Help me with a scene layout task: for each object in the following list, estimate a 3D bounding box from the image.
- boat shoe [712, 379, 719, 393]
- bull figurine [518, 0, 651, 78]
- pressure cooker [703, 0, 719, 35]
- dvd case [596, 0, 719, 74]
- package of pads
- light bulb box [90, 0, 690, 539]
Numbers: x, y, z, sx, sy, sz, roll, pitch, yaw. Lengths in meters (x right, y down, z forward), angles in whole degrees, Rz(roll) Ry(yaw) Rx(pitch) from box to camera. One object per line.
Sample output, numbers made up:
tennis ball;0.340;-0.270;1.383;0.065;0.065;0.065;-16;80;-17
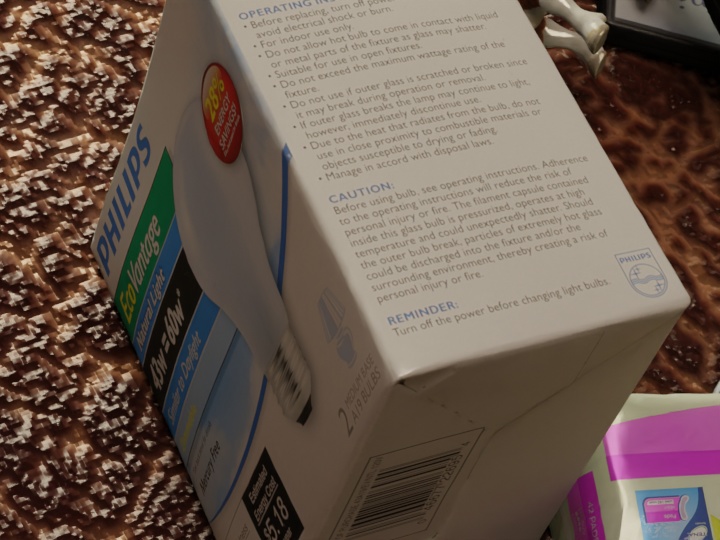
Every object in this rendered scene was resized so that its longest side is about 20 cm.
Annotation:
boat shoe;0.220;0.007;1.036;0.072;0.062;0.200;30;52;6
bull figurine;0.074;-0.147;1.090;0.121;0.065;0.200;29;57;11
pressure cooker;0.275;-0.169;1.083;0.199;0.176;0.179;-20;75;-35
dvd case;0.194;-0.178;1.188;0.142;0.018;0.201;14;53;-8
package of pads;0.178;0.129;0.919;0.199;0.068;0.155;-1;66;-18
light bulb box;0.000;0.000;0.887;0.124;0.199;0.201;-12;58;-26
